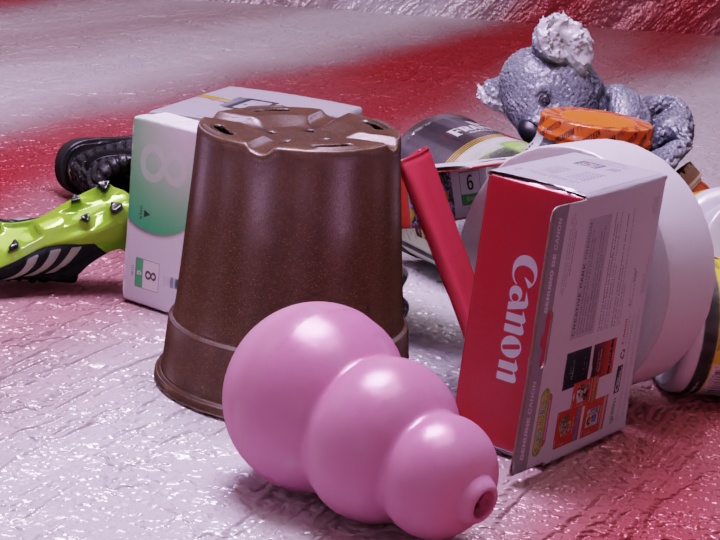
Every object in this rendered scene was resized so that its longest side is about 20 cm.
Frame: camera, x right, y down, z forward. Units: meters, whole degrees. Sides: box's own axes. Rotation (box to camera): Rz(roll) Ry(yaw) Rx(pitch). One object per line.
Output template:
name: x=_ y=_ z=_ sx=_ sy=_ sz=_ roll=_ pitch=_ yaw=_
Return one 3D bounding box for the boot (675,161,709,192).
boot: x=0.304 y=-0.017 z=1.820 sx=0.200 sy=0.107 sz=0.075 roll=-40 pitch=3 yaw=-38

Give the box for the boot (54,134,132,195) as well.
boot: x=-0.195 y=-0.099 z=1.880 sx=0.211 sy=0.080 sz=0.158 roll=-13 pitch=15 yaw=-25

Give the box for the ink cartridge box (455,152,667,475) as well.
ink cartridge box: x=0.132 y=0.027 z=1.324 sx=0.084 sy=0.200 sz=0.175 roll=17 pitch=17 yaw=31

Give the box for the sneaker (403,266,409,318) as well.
sneaker: x=0.000 y=0.000 z=1.644 sx=0.080 sy=0.077 sz=0.200 roll=13 pitch=22 yaw=-5

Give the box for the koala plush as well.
koala plush: x=0.215 y=-0.148 z=1.835 sx=0.200 sy=0.177 sz=0.184 roll=42 pitch=54 yaw=1

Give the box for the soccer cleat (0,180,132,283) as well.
soccer cleat: x=-0.282 y=-0.014 z=1.568 sx=0.200 sy=0.081 sz=0.068 roll=-17 pitch=52 yaw=-13

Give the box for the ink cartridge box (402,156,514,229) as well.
ink cartridge box: x=0.048 y=-0.061 z=1.542 sx=0.200 sy=0.050 sz=0.109 roll=-3 pitch=6 yaw=42

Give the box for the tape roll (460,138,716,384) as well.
tape roll: x=0.176 y=-0.003 z=1.461 sx=0.202 sy=0.203 sz=0.071 roll=19 pitch=20 yaw=38

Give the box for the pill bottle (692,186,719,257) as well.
pill bottle: x=0.310 y=-0.017 z=1.658 sx=0.109 sy=0.110 sz=0.200 roll=4 pitch=-4 yaw=-9

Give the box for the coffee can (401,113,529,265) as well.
coffee can: x=0.129 y=-0.054 z=1.740 sx=0.146 sy=0.147 sz=0.200 roll=-3 pitch=18 yaw=-33

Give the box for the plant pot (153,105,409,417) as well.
plant pot: x=-0.051 y=-0.011 z=1.374 sx=0.200 sy=0.199 sz=0.200 roll=4 pitch=17 yaw=-1

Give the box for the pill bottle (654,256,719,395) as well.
pill bottle: x=0.345 y=0.050 z=1.513 sx=0.199 sy=0.115 sz=0.114 roll=5 pitch=15 yaw=-9

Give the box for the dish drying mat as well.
dish drying mat: x=0.073 y=0.004 z=1.426 sx=0.018 sy=0.200 sz=0.077 roll=-19 pitch=5 yaw=14

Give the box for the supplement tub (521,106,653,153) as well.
supplement tub: x=0.187 y=-0.032 z=1.576 sx=0.122 sy=0.200 sz=0.123 roll=6 pitch=15 yaw=-2

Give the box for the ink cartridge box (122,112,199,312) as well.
ink cartridge box: x=-0.103 y=-0.032 z=1.517 sx=0.200 sy=0.161 sz=0.050 roll=17 pitch=20 yaw=32

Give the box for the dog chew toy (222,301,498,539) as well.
dog chew toy: x=0.005 y=0.101 z=1.165 sx=0.200 sy=0.125 sz=0.124 roll=29 pitch=25 yaw=38

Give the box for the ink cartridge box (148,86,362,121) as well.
ink cartridge box: x=-0.100 y=-0.082 z=1.735 sx=0.146 sy=0.147 sz=0.200 roll=10 pitch=14 yaw=15
